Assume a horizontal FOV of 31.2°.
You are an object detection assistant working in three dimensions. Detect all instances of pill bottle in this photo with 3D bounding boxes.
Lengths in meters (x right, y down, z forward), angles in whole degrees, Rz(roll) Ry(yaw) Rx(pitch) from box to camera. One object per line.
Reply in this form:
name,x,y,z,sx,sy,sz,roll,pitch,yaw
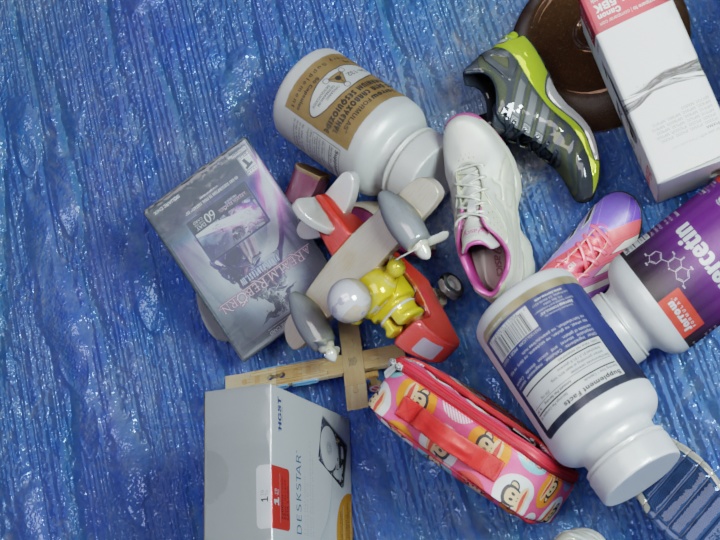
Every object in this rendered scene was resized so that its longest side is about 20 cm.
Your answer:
pill bottle,0.200,0.107,1.171,0.111,0.111,0.201,-37,63,9
pill bottle,0.317,0.001,1.229,0.199,0.112,0.113,-39,64,9
pill bottle,0.008,-0.148,1.406,0.199,0.114,0.115,37,91,27

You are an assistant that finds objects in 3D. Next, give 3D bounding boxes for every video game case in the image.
video game case,-0.127,-0.023,1.417,0.142,0.019,0.201,-34,89,7

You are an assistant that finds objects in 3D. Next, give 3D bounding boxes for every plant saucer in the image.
plant saucer,0.250,-0.249,1.375,0.198,0.037,0.203,-7,73,22

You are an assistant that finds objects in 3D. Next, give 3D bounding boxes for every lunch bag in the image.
lunch bag,0.104,0.163,1.239,0.199,0.176,0.082,33,91,27

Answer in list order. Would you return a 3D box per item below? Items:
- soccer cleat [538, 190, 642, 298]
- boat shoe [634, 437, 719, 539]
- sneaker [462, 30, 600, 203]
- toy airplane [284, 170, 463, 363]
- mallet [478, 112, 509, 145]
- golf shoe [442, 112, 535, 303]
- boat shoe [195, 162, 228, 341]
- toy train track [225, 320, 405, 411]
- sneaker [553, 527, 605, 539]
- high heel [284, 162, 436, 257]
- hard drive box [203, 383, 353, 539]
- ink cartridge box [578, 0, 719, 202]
soccer cleat,0.215,0.003,1.295,0.068,0.073,0.201,37,91,28
boat shoe,0.283,0.189,1.211,0.072,0.072,0.200,-44,60,5
sneaker,0.176,-0.149,1.336,0.080,0.074,0.201,-27,72,-16
toy airplane,0.000,0.000,1.311,0.197,0.141,0.203,5,115,23
mallet,0.159,-0.078,1.367,0.065,0.041,0.202,-25,70,18
golf shoe,0.124,-0.062,1.298,0.075,0.091,0.203,-17,89,23
boat shoe,-0.160,-0.021,1.470,0.070,0.070,0.203,-9,94,-7
toy train track,-0.047,0.114,1.388,0.197,0.033,0.116,-10,53,5
sneaker,0.233,0.323,1.178,0.078,0.099,0.200,-43,63,6
high heel,-0.009,-0.036,1.424,0.199,0.067,0.097,31,110,27
hard drive box,-0.079,0.212,1.291,0.076,0.200,0.158,-9,72,21
ink cartridge box,0.287,-0.178,1.250,0.082,0.147,0.202,-23,80,10
